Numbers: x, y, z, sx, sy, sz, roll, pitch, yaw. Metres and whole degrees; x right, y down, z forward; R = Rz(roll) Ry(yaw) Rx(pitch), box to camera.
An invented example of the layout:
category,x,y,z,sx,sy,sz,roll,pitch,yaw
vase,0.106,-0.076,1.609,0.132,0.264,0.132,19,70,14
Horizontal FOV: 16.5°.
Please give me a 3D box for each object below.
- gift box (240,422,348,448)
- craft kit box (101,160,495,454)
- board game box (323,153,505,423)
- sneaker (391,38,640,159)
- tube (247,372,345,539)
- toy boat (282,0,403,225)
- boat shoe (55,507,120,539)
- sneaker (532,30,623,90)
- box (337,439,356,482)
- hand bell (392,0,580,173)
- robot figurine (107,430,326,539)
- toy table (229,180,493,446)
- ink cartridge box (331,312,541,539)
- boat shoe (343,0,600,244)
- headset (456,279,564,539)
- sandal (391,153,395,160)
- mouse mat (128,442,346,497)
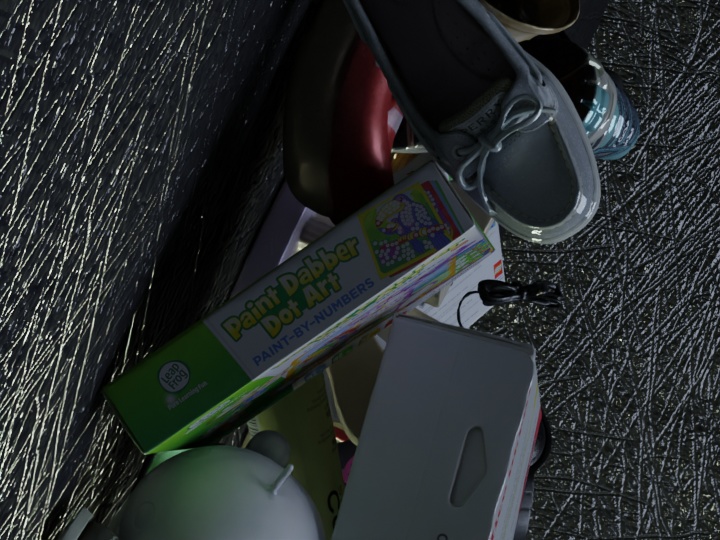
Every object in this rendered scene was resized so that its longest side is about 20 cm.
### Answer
category,x,y,z,sx,sy,sz,roll,pitch,yaw
gift box,0.020,0.137,1.854,0.185,0.186,0.201,22,92,-83
craft kit box,-0.025,0.023,1.290,0.199,0.049,0.198,-35,172,4
board game box,0.030,0.002,1.684,0.200,0.034,0.127,-37,127,-46
sneaker,0.072,-0.089,1.437,0.086,0.199,0.078,28,78,-49
tube,-0.027,0.139,1.439,0.058,0.052,0.201,-24,108,-38
toy boat,0.040,-0.110,1.347,0.131,0.130,0.201,82,33,-78
boat shoe,-0.154,0.212,1.273,0.203,0.060,0.072,-69,171,27
sneaker,0.113,-0.155,1.754,0.076,0.199,0.091,12,94,-39
box,-0.018,0.194,1.607,0.199,0.133,0.115,-13,146,-24
hand bell,0.058,-0.131,1.711,0.200,0.104,0.104,-56,180,36
robot figurine,-0.086,0.164,1.326,0.170,0.112,0.200,-67,-172,-31
toy table,0.000,0.000,1.502,0.201,0.117,0.184,-64,173,-5
ink cartridge box,0.045,0.119,1.378,0.200,0.083,0.146,72,33,-75
boat shoe,0.045,-0.099,1.222,0.074,0.203,0.065,-32,179,19
headset,0.093,0.107,1.683,0.123,0.093,0.202,-167,-101,-65
sandal,0.000,0.005,1.719,0.078,0.069,0.213,-39,153,-76
mouse mat,-0.094,0.201,1.462,0.008,0.160,0.201,29,-84,53
